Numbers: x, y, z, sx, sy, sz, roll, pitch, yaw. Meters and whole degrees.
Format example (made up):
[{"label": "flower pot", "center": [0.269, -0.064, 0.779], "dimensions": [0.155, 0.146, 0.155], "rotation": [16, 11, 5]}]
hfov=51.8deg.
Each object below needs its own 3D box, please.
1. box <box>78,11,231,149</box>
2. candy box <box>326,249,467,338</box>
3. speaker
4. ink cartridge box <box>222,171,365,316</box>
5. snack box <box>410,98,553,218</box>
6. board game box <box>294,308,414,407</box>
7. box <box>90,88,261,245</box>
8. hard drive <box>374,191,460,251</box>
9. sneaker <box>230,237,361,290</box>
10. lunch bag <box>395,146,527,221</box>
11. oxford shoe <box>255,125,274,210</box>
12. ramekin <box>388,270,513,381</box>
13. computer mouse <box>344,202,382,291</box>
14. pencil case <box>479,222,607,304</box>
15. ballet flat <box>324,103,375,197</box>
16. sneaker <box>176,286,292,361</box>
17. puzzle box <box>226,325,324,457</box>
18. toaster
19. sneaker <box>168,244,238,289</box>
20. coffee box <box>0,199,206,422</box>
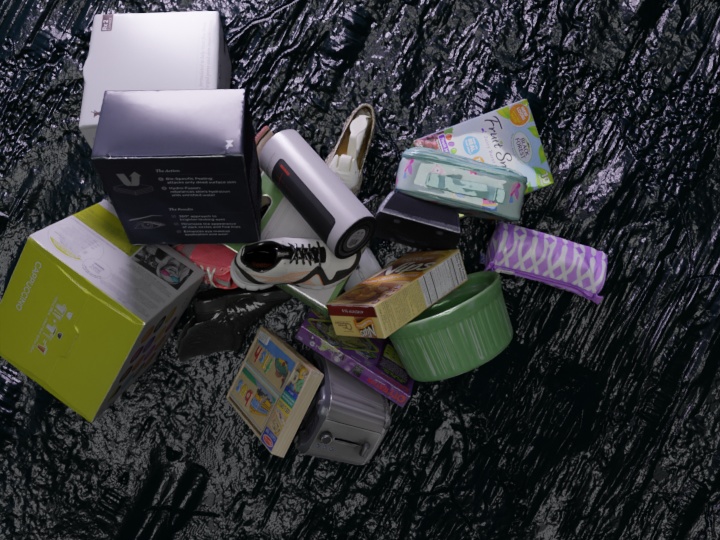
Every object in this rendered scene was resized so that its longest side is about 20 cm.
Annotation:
[{"label": "box", "center": [-0.302, -0.268, 1.127], "dimensions": [0.194, 0.131, 0.204], "rotation": [-2, 67, -1]}, {"label": "candy box", "center": [0.057, 0.032, 1.124], "dimensions": [0.198, 0.114, 0.057], "rotation": [-32, 109, -37]}, {"label": "speaker", "center": [-0.065, -0.114, 1.085], "dimensions": [0.081, 0.081, 0.201], "rotation": [-40, 67, 0]}, {"label": "ink cartridge box", "center": [-0.099, -0.045, 1.151], "dimensions": [0.197, 0.048, 0.147], "rotation": [30, 73, 2]}, {"label": "snack box", "center": [0.196, -0.173, 1.206], "dimensions": [0.195, 0.053, 0.146], "rotation": [-19, 91, 0]}, {"label": "board game box", "center": [-0.001, 0.126, 1.171], "dimensions": [0.198, 0.120, 0.033], "rotation": [34, 109, 0]}, {"label": "box", "center": [-0.241, -0.138, 1.027], "dimensions": [0.191, 0.202, 0.120], "rotation": [-1, 59, -1]}, {"label": "hard drive", "center": [0.086, -0.069, 1.131], "dimensions": [0.132, 0.200, 0.043], "rotation": [15, 83, 2]}, {"label": "sneaker", "center": [-0.091, -0.013, 1.080], "dimensions": [0.195, 0.080, 0.076], "rotation": [-9, 74, -13]}, {"label": "lunch bag", "center": [0.150, -0.127, 1.101], "dimensions": [0.195, 0.160, 0.079], "rotation": [12, 92, 2]}, {"label": "oxford shoe", "center": [-0.171, -0.133, 1.184], "dimensions": [0.073, 0.070, 0.204], "rotation": [24, 73, -10]}, {"label": "ramekin", "center": [0.138, 0.087, 1.138], "dimensions": [0.196, 0.200, 0.100], "rotation": [-24, 98, -1]}, {"label": "computer mouse", "center": [0.000, 0.000, 1.208], "dimensions": [0.108, 0.044, 0.203], "rotation": [-28, 90, -2]}, {"label": "pencil case", "center": [0.295, -0.014, 1.191], "dimensions": [0.195, 0.085, 0.087], "rotation": [14, 53, 0]}, {"label": "ballet flat", "center": [-0.018, -0.179, 1.153], "dimensions": [0.066, 0.076, 0.204], "rotation": [19, 62, -3]}, {"label": "sneaker", "center": [-0.201, 0.081, 1.197], "dimensions": [0.195, 0.060, 0.107], "rotation": [-8, 111, -17]}, {"label": "puzzle box", "center": [-0.137, 0.180, 1.139], "dimensions": [0.025, 0.199, 0.135], "rotation": [26, 90, -33]}, {"label": "toaster", "center": [-0.034, 0.207, 1.144], "dimensions": [0.127, 0.201, 0.115], "rotation": [23, 109, -20]}, {"label": "sneaker", "center": [-0.229, -0.009, 1.170], "dimensions": [0.195, 0.088, 0.075], "rotation": [-11, 135, -1]}, {"label": "coffee box", "center": [-0.388, 0.053, 1.095], "dimensions": [0.198, 0.198, 0.201], "rotation": [35, 114, -1]}]
